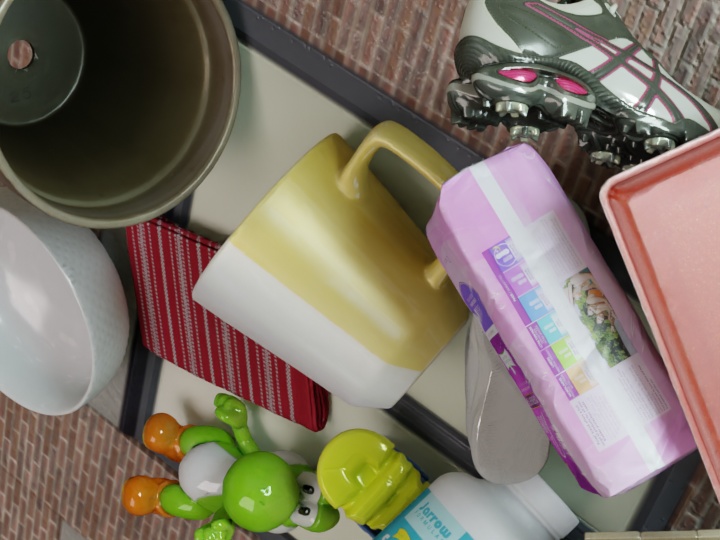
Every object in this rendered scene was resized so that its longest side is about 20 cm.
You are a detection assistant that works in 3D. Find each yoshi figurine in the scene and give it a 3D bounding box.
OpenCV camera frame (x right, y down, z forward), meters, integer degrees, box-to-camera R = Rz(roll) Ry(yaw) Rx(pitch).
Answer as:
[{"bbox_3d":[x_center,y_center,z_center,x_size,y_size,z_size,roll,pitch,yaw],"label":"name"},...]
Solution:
[{"bbox_3d":[-0.109,0.167,1.276,0.199,0.112,0.113,5,119,37],"label":"yoshi figurine"}]

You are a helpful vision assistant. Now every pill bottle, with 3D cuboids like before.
[{"bbox_3d":[0.056,0.216,1.097,0.111,0.200,0.111,46,177,3],"label":"pill bottle"}]

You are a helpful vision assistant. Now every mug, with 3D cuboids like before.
[{"bbox_3d":[-0.006,0.007,1.061,0.153,0.149,0.187,42,160,3],"label":"mug"}]

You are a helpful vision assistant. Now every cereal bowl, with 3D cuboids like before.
[{"bbox_3d":[-0.267,0.017,1.347,0.200,0.083,0.201,23,129,31],"label":"cereal bowl"}]

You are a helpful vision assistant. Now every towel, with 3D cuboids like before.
[{"bbox_3d":[-0.106,0.037,1.260,0.200,0.022,0.145,22,130,33],"label":"towel"}]

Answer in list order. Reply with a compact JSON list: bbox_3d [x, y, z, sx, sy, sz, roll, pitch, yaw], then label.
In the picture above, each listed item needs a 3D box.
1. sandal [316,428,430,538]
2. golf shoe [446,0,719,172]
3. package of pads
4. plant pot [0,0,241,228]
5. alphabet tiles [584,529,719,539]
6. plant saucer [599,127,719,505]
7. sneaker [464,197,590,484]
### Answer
[{"bbox_3d":[0.048,0.193,1.193,0.200,0.079,0.087,48,175,-3],"label":"sandal"},{"bbox_3d":[0.138,-0.104,0.863,0.077,0.199,0.088,-11,69,53],"label":"golf shoe"},{"bbox_3d":[0.113,0.031,0.917,0.200,0.076,0.121,59,179,5],"label":"package of pads"},{"bbox_3d":[-0.213,-0.146,1.140,0.173,0.200,0.201,22,130,51],"label":"plant pot"},{"bbox_3d":[0.205,0.214,1.009,0.166,0.006,0.200,-4,142,15],"label":"alphabet tiles"},{"bbox_3d":[0.243,0.003,0.836,0.037,0.199,0.200,-133,19,-78],"label":"plant saucer"},{"bbox_3d":[0.097,0.035,1.049,0.089,0.075,0.201,-112,30,-65],"label":"sneaker"}]
